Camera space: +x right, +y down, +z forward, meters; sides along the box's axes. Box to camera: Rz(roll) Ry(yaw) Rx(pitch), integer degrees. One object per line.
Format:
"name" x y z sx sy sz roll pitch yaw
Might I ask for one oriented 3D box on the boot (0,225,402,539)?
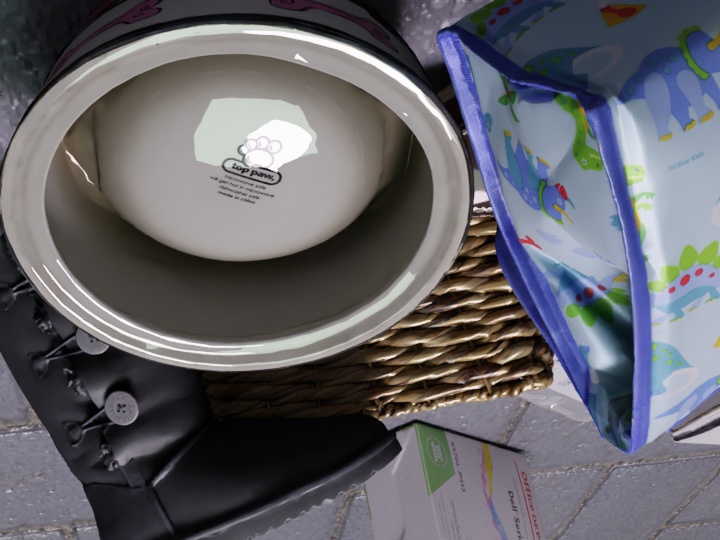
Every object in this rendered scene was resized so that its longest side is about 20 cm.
"boot" -0.092 0.039 0.718 0.164 0.201 0.066 -25 178 1

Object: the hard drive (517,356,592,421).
"hard drive" 0.165 0.053 0.996 0.139 0.038 0.200 -24 151 29

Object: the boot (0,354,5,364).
"boot" -0.159 0.038 0.836 0.131 0.070 0.201 -9 143 7

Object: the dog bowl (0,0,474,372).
"dog bowl" -0.053 -0.047 0.621 0.198 0.074 0.201 -3 135 -3

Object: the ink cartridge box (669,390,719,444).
"ink cartridge box" 0.268 0.028 0.851 0.199 0.147 0.085 8 151 -31

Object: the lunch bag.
"lunch bag" 0.144 -0.042 0.577 0.169 0.127 0.201 -32 125 -13

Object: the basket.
"basket" 0.000 0.000 0.802 0.198 0.150 0.143 -12 -173 6

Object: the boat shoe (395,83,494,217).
"boat shoe" 0.110 -0.061 0.676 0.198 0.072 0.073 -11 121 -2

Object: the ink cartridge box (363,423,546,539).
"ink cartridge box" 0.093 0.207 1.190 0.067 0.118 0.199 -29 148 31
